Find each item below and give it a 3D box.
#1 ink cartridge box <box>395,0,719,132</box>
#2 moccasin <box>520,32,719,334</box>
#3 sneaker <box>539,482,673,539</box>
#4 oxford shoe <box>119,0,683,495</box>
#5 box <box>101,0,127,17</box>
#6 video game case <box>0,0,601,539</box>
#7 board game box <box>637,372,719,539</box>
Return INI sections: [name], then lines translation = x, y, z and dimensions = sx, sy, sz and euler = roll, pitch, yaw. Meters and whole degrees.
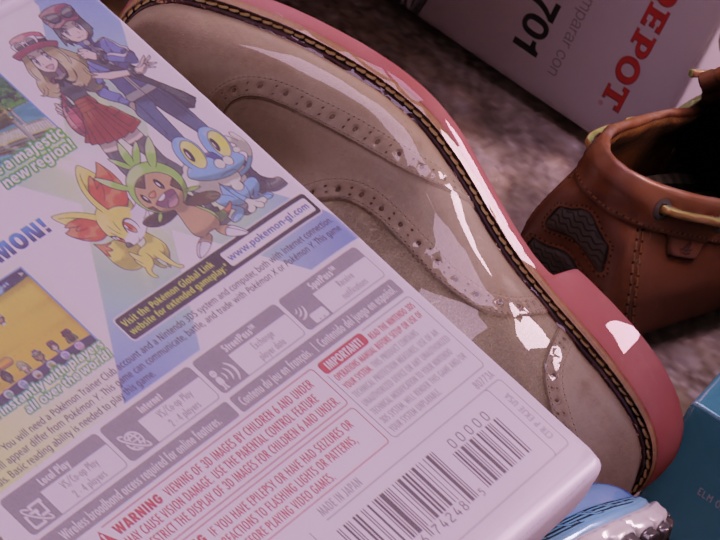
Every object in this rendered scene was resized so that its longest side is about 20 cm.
[ink cartridge box]
translation = 0.067, -0.156, 1.008
dimensions = 0.200, 0.147, 0.086
euler = 36, 32, 17
[moccasin]
translation = 0.128, -0.037, 0.942
dimensions = 0.201, 0.078, 0.074
euler = -12, 47, -45
[sneaker]
translation = -0.004, 0.078, 0.684
dimensions = 0.199, 0.079, 0.090
euler = -12, 44, -45
[oxford shoe]
translation = 0.000, 0.000, 0.785
dimensions = 0.200, 0.071, 0.075
euler = 41, 45, 4
[box]
translation = -0.113, -0.036, 0.826
dimensions = 0.163, 0.021, 0.200
euler = 37, 34, 19
[video game case]
translation = -0.068, 0.032, 0.615
dimensions = 0.182, 0.022, 0.200
euler = 42, 45, 12
[board game box]
translation = 0.199, 0.080, 0.850
dimensions = 0.200, 0.047, 0.151
euler = 33, 32, 12
